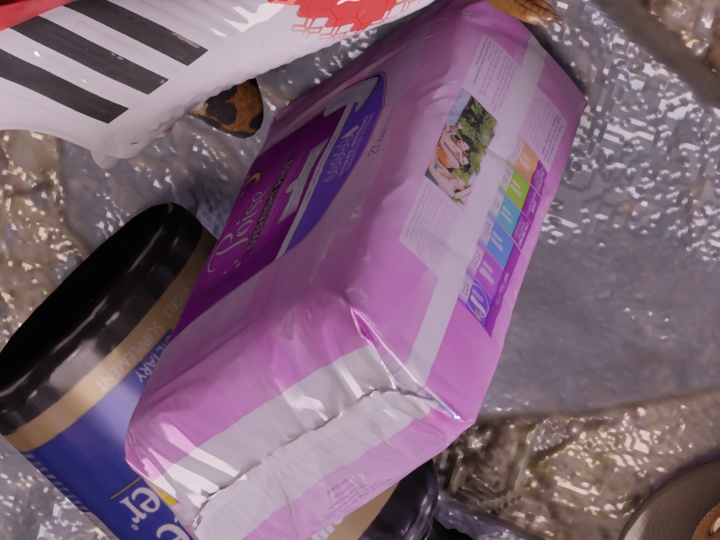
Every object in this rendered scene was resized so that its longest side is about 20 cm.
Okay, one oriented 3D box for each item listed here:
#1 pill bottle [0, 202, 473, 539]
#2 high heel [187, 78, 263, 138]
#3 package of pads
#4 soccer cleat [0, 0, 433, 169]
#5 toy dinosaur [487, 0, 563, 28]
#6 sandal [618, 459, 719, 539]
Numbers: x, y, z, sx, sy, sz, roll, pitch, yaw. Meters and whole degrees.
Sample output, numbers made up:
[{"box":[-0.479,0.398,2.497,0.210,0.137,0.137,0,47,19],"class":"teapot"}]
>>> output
[{"box":[-0.042,0.079,1.107,0.200,0.112,0.112,45,123,-12],"class":"pill bottle"},{"box":[-0.067,-0.149,0.999,0.142,0.071,0.200,-34,101,33],"class":"high heel"},{"box":[0.000,0.000,0.992,0.120,0.200,0.076,-31,113,34],"class":"package of pads"},{"box":[-0.067,-0.079,0.978,0.199,0.069,0.086,-10,123,-13],"class":"soccer cleat"},{"box":[0.050,-0.147,0.983,0.199,0.060,0.107,16,106,-3],"class":"toy dinosaur"},{"box":[0.160,0.113,1.056,0.200,0.054,0.081,3,93,51],"class":"sandal"}]
